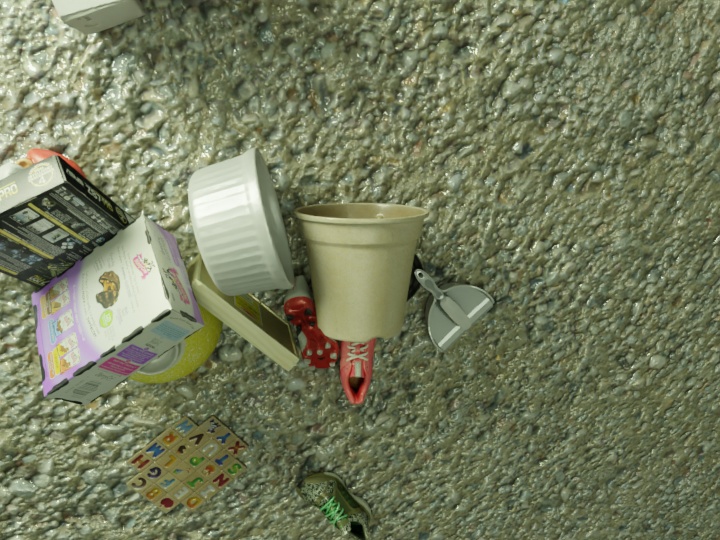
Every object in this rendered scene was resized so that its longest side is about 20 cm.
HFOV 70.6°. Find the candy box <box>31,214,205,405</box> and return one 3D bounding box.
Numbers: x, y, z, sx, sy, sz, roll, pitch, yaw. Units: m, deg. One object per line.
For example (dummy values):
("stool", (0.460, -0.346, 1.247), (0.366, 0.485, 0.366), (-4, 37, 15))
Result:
("candy box", (-0.327, 0.051, 0.678), (0.199, 0.168, 0.072), (-33, 148, 6))

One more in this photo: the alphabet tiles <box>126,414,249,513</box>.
("alphabet tiles", (-0.311, 0.354, 0.924), (0.200, 0.006, 0.167), (-38, 115, 1))

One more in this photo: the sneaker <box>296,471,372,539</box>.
("sneaker", (-0.042, 0.468, 0.992), (0.077, 0.089, 0.200), (-46, 113, 5))

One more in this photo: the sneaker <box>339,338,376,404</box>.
("sneaker", (-0.001, 0.141, 0.879), (0.073, 0.087, 0.201), (-1, 112, -3))

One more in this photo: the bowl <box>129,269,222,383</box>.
("bowl", (-0.313, 0.098, 0.777), (0.199, 0.108, 0.202), (-5, 110, -13))

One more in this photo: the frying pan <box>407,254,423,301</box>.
("frying pan", (0.018, 0.022, 0.880), (0.189, 0.031, 0.116), (-18, 113, -5))

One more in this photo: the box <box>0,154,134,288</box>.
("box", (-0.401, -0.050, 0.664), (0.161, 0.200, 0.049), (-29, 72, -4))

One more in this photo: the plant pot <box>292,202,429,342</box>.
("plant pot", (0.000, 0.000, 0.766), (0.199, 0.200, 0.185), (-3, 104, -14))

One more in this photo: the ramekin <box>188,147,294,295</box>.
("ramekin", (-0.164, -0.061, 0.716), (0.097, 0.201, 0.202), (-15, 112, -2))

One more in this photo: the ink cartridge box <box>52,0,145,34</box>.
("ink cartridge box", (-0.331, -0.391, 0.577), (0.084, 0.146, 0.201), (-21, 114, -8))

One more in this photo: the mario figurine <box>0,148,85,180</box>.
("mario figurine", (-0.458, -0.082, 0.665), (0.199, 0.123, 0.106), (-28, 117, -10))

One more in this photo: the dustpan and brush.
("dustpan and brush", (0.151, 0.056, 0.911), (0.140, 0.057, 0.200), (-44, 114, 3))

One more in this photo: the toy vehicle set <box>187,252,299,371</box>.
("toy vehicle set", (-0.182, 0.062, 0.790), (0.027, 0.124, 0.200), (-45, 113, 4))

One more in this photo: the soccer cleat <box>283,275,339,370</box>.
("soccer cleat", (-0.081, 0.094, 0.862), (0.068, 0.086, 0.201), (-12, 135, 6))
